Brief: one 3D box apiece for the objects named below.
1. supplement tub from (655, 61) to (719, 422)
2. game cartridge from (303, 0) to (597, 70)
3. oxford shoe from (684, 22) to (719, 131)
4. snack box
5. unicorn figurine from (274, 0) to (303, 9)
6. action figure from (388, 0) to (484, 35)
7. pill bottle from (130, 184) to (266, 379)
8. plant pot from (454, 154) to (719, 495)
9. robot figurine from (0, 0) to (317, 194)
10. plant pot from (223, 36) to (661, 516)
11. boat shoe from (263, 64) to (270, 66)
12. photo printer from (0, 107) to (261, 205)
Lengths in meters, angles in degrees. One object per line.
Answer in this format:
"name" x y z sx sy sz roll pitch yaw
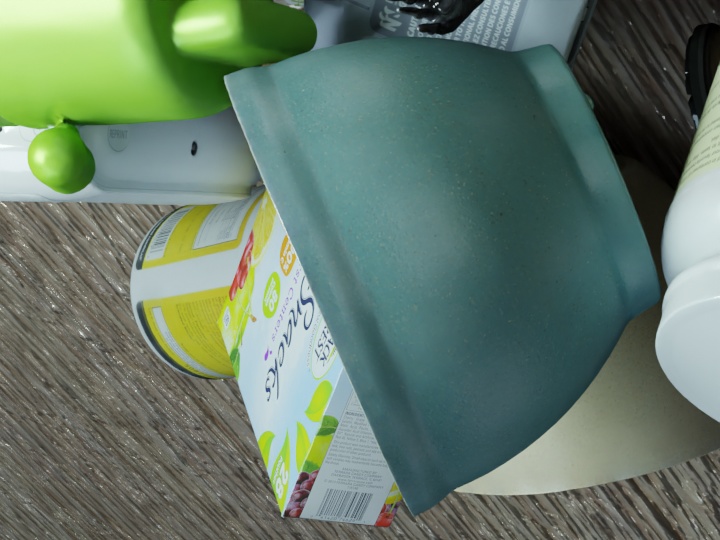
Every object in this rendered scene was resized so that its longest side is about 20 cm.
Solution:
"supplement tub" 0.206 -0.037 0.983 0.145 0.200 0.145 18 152 10
"game cartridge" 0.047 -0.158 1.044 0.133 0.040 0.200 23 127 7
"oxford shoe" 0.222 -0.051 1.127 0.084 0.073 0.200 -19 132 38
"snack box" 0.000 0.000 1.222 0.068 0.169 0.200 7 124 -22
"unicorn figurine" -0.005 -0.161 1.149 0.137 0.074 0.200 32 166 -29
"action figure" 0.071 -0.171 0.940 0.200 0.102 0.119 -38 87 38
"pill bottle" -0.043 0.003 1.434 0.112 0.112 0.200 41 153 -24
"plant pot" 0.110 0.017 1.248 0.200 0.200 0.135 -1 109 47
"robot figurine" -0.120 -0.122 1.075 0.200 0.176 0.116 0 180 29
"plant pot" 0.043 -0.016 1.009 0.200 0.134 0.200 -24 -90 -89
"boat shoe" -0.080 -0.086 1.347 0.200 0.076 0.072 9 149 37
"photo printer" -0.164 -0.070 1.241 0.166 0.069 0.200 3 -178 26
